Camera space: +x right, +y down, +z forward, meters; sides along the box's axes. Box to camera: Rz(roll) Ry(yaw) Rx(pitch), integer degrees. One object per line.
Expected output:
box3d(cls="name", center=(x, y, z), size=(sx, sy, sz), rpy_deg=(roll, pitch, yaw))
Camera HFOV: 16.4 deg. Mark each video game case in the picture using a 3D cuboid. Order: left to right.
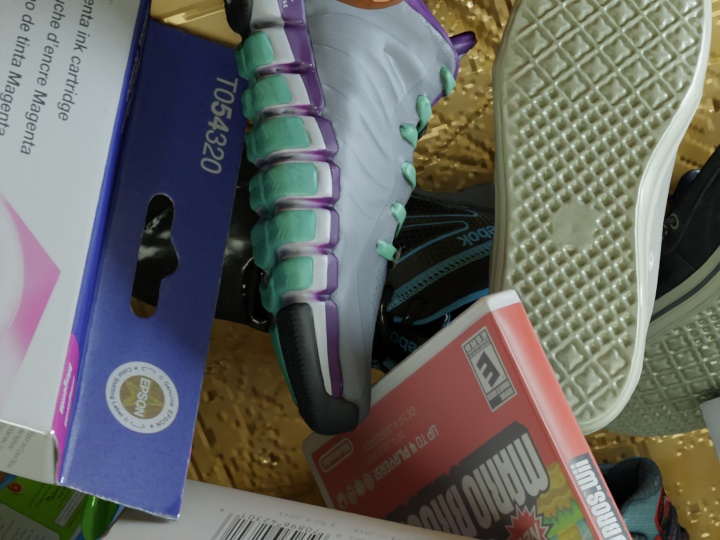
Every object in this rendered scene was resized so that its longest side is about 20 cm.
box3d(cls="video game case", center=(0.055, 0.123, 0.867), size=(0.017, 0.200, 0.143), rpy_deg=(-16, 165, -34))

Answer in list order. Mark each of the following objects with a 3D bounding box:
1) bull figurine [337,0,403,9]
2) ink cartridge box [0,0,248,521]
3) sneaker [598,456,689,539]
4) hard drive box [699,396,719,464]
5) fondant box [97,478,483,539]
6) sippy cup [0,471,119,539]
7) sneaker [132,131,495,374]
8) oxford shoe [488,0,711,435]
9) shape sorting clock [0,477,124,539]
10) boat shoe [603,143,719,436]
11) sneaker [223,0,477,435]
box3d(cls="bull figurine", center=(-0.065, -0.152, 0.816), size=(0.199, 0.065, 0.122), rpy_deg=(15, 107, 1))
box3d(cls="ink cartridge box", center=(-0.132, -0.036, 0.836), size=(0.199, 0.197, 0.043), rpy_deg=(17, 147, -16))
box3d(cls="sneaker", center=(0.108, 0.127, 1.032), size=(0.200, 0.079, 0.096), rpy_deg=(25, 115, -20))
box3d(cls="hard drive box", center=(0.241, 0.111, 1.007), size=(0.155, 0.077, 0.200), rpy_deg=(-20, 138, 7))
box3d(cls="fondant box", center=(-0.018, 0.181, 0.860), size=(0.144, 0.058, 0.201), rpy_deg=(10, 116, 15))
box3d(cls="sippy cup", center=(-0.180, 0.051, 0.878), size=(0.177, 0.130, 0.140), rpy_deg=(-18, 110, 13))
box3d(cls="sneaker", center=(0.000, 0.000, 0.936), size=(0.199, 0.082, 0.073), rpy_deg=(4, 125, -6))
box3d(cls="oxford shoe", center=(0.081, -0.038, 0.893), size=(0.075, 0.058, 0.201), rpy_deg=(8, 82, 5))
box3d(cls="shape sorting clock", center=(-0.169, 0.081, 0.987), size=(0.199, 0.039, 0.201), rpy_deg=(1, 116, 1))
box3d(cls="boat shoe", center=(0.146, -0.004, 0.962), size=(0.074, 0.062, 0.200), rpy_deg=(13, 136, -19))
box3d(cls="sneaker", center=(0.004, -0.045, 0.876), size=(0.087, 0.074, 0.201), rpy_deg=(-7, 94, -10))
